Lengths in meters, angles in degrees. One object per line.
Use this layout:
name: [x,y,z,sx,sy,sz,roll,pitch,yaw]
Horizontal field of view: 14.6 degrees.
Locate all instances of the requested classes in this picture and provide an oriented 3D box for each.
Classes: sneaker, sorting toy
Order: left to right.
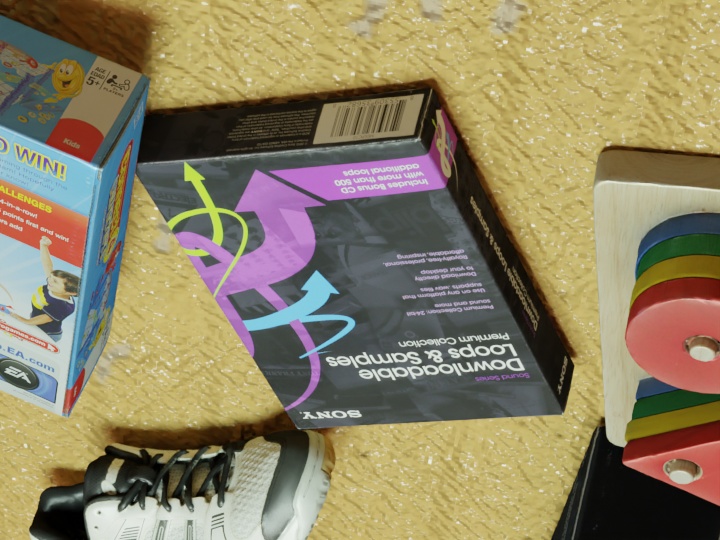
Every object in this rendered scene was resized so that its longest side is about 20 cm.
sneaker: [-0.097,0.123,1.443,0.088,0.076,0.200,34,139,-25]
sorting toy: [0.201,0.045,1.244,0.198,0.070,0.200,6,143,12]

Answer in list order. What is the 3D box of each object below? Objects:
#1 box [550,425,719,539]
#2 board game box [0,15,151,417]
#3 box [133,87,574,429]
box: [0.180,0.198,1.407,0.199,0.123,0.199,16,143,1]
board game box: [-0.202,-0.043,1.251,0.200,0.056,0.196,23,144,5]
box: [0.000,0.000,1.282,0.143,0.036,0.200,-5,140,25]
